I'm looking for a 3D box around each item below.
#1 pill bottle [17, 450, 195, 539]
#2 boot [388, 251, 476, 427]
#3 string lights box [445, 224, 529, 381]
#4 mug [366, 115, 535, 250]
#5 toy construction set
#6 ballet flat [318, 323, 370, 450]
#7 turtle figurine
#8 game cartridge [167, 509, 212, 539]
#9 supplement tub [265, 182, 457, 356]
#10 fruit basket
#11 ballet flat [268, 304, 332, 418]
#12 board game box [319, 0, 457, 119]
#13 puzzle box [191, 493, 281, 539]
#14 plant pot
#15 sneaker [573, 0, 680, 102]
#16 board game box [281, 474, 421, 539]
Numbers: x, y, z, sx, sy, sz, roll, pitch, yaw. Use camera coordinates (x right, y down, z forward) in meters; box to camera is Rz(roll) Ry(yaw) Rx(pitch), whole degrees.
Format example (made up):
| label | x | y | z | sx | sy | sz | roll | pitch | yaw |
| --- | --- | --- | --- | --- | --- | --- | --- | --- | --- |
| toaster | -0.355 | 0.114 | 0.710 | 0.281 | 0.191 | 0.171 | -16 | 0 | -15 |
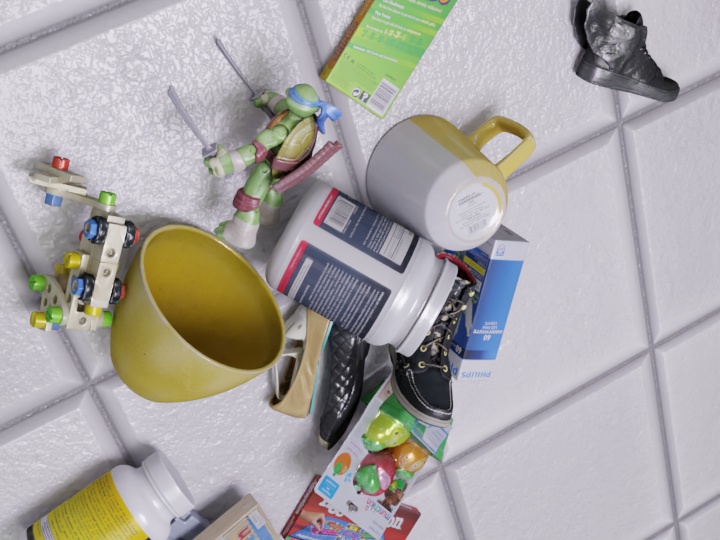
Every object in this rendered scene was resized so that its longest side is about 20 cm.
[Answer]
| label | x | y | z | sx | sy | sz | roll | pitch | yaw |
| --- | --- | --- | --- | --- | --- | --- | --- | --- | --- |
| pill bottle | -0.309 | 0.315 | 1.216 | 0.199 | 0.112 | 0.113 | -34 | 123 | -8 |
| boot | 0.097 | 0.083 | 1.245 | 0.073 | 0.204 | 0.155 | 16 | 116 | -17 |
| string lights box | 0.151 | 0.035 | 1.321 | 0.058 | 0.103 | 0.202 | 2 | 111 | -29 |
| mug | 0.112 | -0.114 | 1.203 | 0.148 | 0.153 | 0.188 | 18 | 103 | -31 |
| toy construction set | -0.305 | -0.020 | 1.064 | 0.091 | 0.131 | 0.202 | -10 | 112 | -37 |
| ballet flat | -0.028 | 0.150 | 1.326 | 0.066 | 0.056 | 0.202 | -33 | 139 | -63 |
| turtle figurine | -0.131 | -0.139 | 1.097 | 0.198 | 0.145 | 0.195 | 7 | 126 | -18 |
| game cartridge | -0.269 | 0.415 | 1.329 | 0.200 | 0.042 | 0.133 | -45 | 128 | -2 |
| supplement tub | 0.000 | 0.000 | 1.166 | 0.199 | 0.140 | 0.141 | 30 | 99 | -2 |
| fruit basket | 0.041 | 0.253 | 1.345 | 0.201 | 0.093 | 0.185 | -59 | 137 | -18 |
| ballet flat | -0.076 | 0.100 | 1.263 | 0.062 | 0.069 | 0.202 | 8 | 108 | -14 |
| board game box | 0.042 | -0.289 | 1.164 | 0.095 | 0.030 | 0.201 | 28 | 101 | -34 |
| puzzle box | -0.165 | 0.403 | 1.343 | 0.133 | 0.025 | 0.201 | -37 | 137 | -16 |
| plant pot | -0.206 | 0.071 | 1.127 | 0.199 | 0.201 | 0.142 | 29 | 122 | -33 |
| sneaker | 0.357 | -0.291 | 1.298 | 0.198 | 0.060 | 0.105 | 6 | 114 | -25 |
| board game box | -0.011 | 0.372 | 1.446 | 0.199 | 0.019 | 0.104 | 26 | 98 | -33 |
